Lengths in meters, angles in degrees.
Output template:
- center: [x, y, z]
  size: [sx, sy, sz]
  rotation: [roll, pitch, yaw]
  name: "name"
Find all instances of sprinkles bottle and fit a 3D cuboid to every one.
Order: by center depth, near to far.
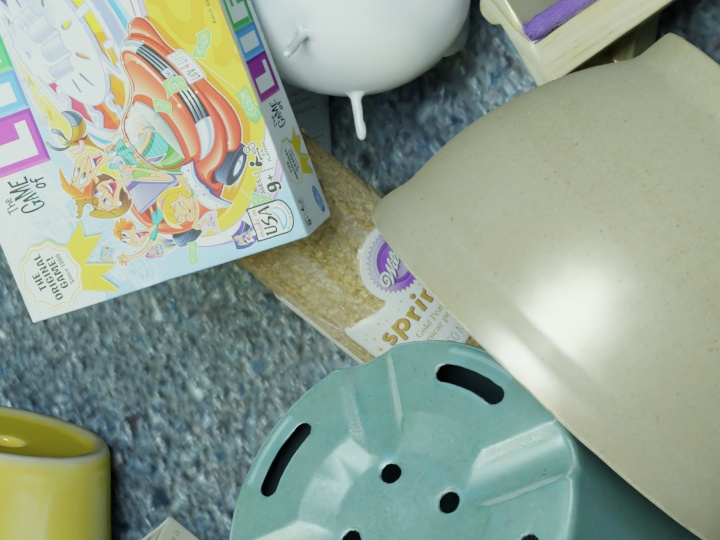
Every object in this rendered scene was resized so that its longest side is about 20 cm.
- center: [0.000, 0.000, 0.875]
  size: [0.200, 0.069, 0.068]
  rotation: [39, 131, -22]
  name: "sprinkles bottle"

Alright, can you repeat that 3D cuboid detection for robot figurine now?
- center: [-0.003, -0.162, 0.834]
  size: [0.112, 0.169, 0.201]
  rotation: [-14, 58, 38]
  name: "robot figurine"

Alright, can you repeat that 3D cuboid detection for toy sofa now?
- center: [0.143, -0.154, 0.784]
  size: [0.200, 0.083, 0.098]
  rotation: [-34, 84, 38]
  name: "toy sofa"

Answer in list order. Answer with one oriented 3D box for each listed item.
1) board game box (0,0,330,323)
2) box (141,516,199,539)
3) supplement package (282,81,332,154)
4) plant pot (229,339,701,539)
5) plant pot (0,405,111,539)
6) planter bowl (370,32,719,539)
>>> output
- center: [-0.109, -0.092, 0.778]
  size: [0.134, 0.034, 0.201]
  rotation: [-17, 102, 21]
  name: "board game box"
- center: [-0.063, 0.236, 1.012]
  size: [0.200, 0.078, 0.095]
  rotation: [40, 127, -9]
  name: "box"
- center: [-0.095, -0.138, 0.940]
  size: [0.116, 0.117, 0.202]
  rotation: [7, 108, 32]
  name: "supplement package"
- center: [0.054, 0.137, 0.788]
  size: [0.199, 0.196, 0.202]
  rotation: [-15, 55, 23]
  name: "plant pot"
- center: [-0.222, 0.182, 1.098]
  size: [0.200, 0.200, 0.190]
  rotation: [15, 97, 32]
  name: "plant pot"
- center: [0.122, -0.005, 0.748]
  size: [0.200, 0.200, 0.135]
  rotation: [45, 98, 17]
  name: "planter bowl"
